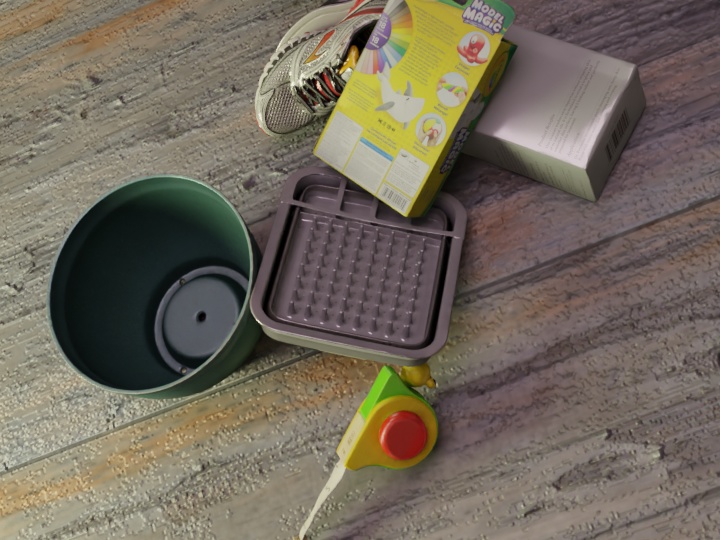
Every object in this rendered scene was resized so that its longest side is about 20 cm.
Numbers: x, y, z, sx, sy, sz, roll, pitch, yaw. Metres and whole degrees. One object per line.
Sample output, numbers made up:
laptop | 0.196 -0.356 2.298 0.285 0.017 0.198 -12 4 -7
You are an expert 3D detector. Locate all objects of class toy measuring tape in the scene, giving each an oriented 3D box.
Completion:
toy measuring tape | 0.014 0.169 1.062 0.073 0.073 0.201 30 96 25

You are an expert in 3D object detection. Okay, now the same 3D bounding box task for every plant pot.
plant pot | -0.166 0.030 1.124 0.199 0.134 0.202 -6 69 17

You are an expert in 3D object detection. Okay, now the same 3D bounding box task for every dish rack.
dish rack | 0.000 0.000 1.082 0.170 0.044 0.201 12 48 2

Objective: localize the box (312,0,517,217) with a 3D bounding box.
box | 0.052 -0.162 1.079 0.117 0.048 0.201 35 110 21

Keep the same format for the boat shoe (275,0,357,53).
boat shoe | 0.003 -0.258 1.209 0.199 0.074 0.060 -33 28 19

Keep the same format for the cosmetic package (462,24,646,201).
cosmetic package | 0.144 -0.155 1.119 0.199 0.081 0.113 25 81 25

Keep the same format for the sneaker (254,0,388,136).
sneaker | -0.023 -0.195 1.162 0.200 0.078 0.082 -37 29 20
